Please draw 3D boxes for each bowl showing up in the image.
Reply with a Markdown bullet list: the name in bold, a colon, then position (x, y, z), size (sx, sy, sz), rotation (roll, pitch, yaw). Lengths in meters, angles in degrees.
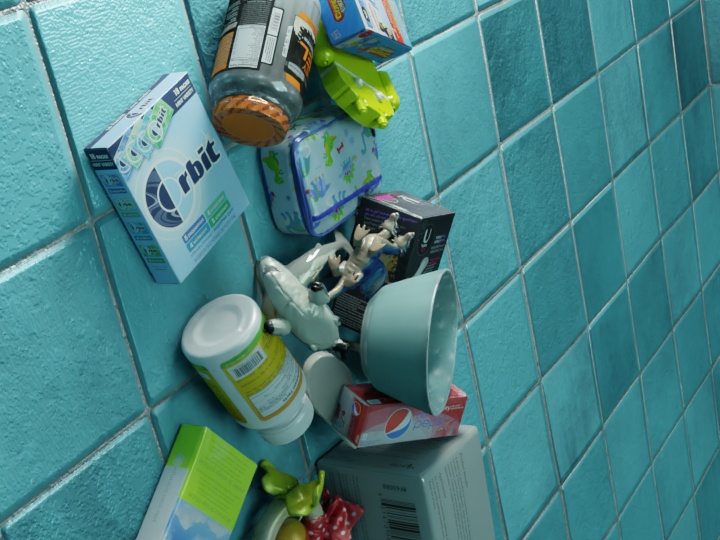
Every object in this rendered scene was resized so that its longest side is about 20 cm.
- **bowl**: position (0.064, 0.094, 1.577), size (0.201, 0.105, 0.201), rotation (4, 90, -73)

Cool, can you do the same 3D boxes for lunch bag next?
- **lunch bag**: position (-0.050, -0.143, 1.644), size (0.200, 0.082, 0.161), rotation (-35, 123, -48)

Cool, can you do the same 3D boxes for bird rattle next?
- **bird rattle**: position (-0.093, 0.359, 1.619), size (0.163, 0.112, 0.200), rotation (-55, 147, -22)

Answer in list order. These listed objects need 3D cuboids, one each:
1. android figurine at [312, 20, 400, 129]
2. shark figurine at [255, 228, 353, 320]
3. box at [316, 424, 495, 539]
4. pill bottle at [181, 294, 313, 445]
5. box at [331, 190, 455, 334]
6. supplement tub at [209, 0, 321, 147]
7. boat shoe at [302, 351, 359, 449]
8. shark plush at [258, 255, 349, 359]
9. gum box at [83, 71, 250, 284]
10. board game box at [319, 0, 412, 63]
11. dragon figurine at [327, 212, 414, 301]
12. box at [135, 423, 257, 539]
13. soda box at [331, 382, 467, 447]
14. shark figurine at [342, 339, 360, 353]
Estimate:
- **android figurine**: position (-0.012, -0.278, 1.628), size (0.182, 0.041, 0.200), rotation (28, 31, -44)
- **shark figurine**: position (-0.094, 0.001, 1.581), size (0.215, 0.089, 0.128), rotation (-50, 157, -19)
- **box**: position (0.072, 0.347, 1.735), size (0.171, 0.200, 0.200), rotation (-30, 115, -48)
- **pill bottle**: position (-0.139, 0.135, 1.495), size (0.111, 0.111, 0.200), rotation (-61, 138, -33)
- **box**: position (0.046, -0.007, 1.707), size (0.122, 0.106, 0.201), rotation (-13, 123, -61)
- **supplement tub**: position (-0.124, -0.268, 1.475), size (0.123, 0.122, 0.201), rotation (38, 55, -50)
- **boat shoe**: position (-0.051, 0.172, 1.638), size (0.075, 0.093, 0.200), rotation (-41, 133, -16)
- **shark plush**: position (-0.059, 0.053, 1.494), size (0.091, 0.083, 0.200), rotation (-49, 135, 8)
- **gum box**: position (-0.231, -0.113, 1.409), size (0.170, 0.044, 0.200), rotation (-54, 132, -40)
- **board game box**: position (-0.015, -0.401, 1.609), size (0.196, 0.056, 0.200), rotation (-6, 75, -69)
- **dragon figurine**: position (0.000, 0.000, 1.581), size (0.200, 0.059, 0.099), rotation (-53, 156, -6)
- **box**: position (-0.211, 0.311, 1.452), size (0.122, 0.048, 0.200), rotation (47, 54, -45)
- **soda box**: position (0.059, 0.200, 1.637), size (0.200, 0.063, 0.070), rotation (0, 113, -41)
- **shark figurine**: position (0.043, 0.133, 1.803), size (0.215, 0.128, 0.090), rotation (-53, 160, -57)
